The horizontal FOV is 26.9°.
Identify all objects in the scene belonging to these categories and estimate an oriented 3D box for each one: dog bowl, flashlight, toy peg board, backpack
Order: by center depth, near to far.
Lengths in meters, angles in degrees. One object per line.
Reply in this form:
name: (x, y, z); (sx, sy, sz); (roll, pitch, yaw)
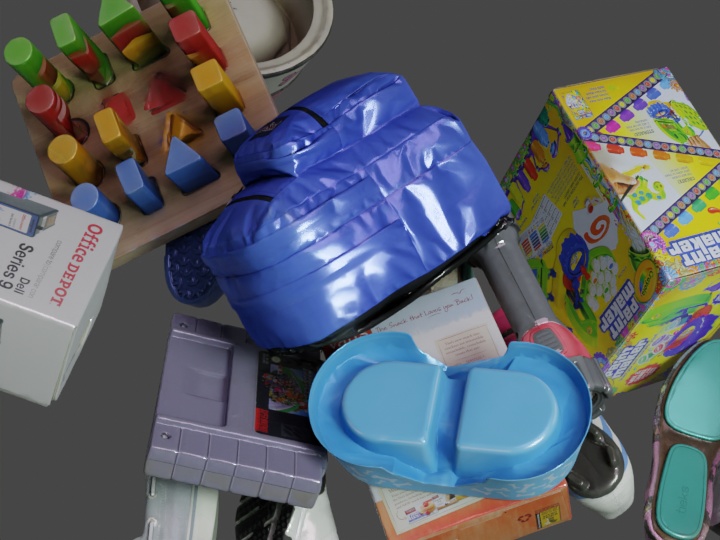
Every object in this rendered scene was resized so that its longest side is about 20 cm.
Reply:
dog bowl: (0.064, 0.106, 1.065); (0.199, 0.050, 0.112); (3, 54, 14)
backpack: (-0.024, -0.040, 1.133); (0.200, 0.162, 0.168); (-39, 99, -22)
flashlight: (0.130, 0.031, 1.198); (0.068, 0.068, 0.201); (10, 43, -39)
toy peg board: (-0.181, -0.133, 1.212); (0.199, 0.098, 0.200); (-26, 67, 5)
dog bowl: (-0.129, -0.231, 1.374); (0.199, 0.074, 0.201); (9, 55, -13)

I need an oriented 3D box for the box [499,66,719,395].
box: (0.216, -0.026, 1.263); (0.121, 0.200, 0.193); (-13, 62, -26)

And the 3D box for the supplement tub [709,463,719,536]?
supplement tub: (0.389, 0.195, 1.214); (0.199, 0.123, 0.123); (25, 53, 0)

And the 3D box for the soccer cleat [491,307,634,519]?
soccer cleat: (0.159, 0.119, 1.232); (0.070, 0.086, 0.200); (-31, 53, 4)

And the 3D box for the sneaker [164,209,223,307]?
sneaker: (-0.109, -0.058, 1.266); (0.070, 0.078, 0.201); (5, 73, 23)

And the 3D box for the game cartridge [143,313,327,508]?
game cartridge: (-0.088, 0.099, 1.128); (0.129, 0.039, 0.200); (9, 25, -6)

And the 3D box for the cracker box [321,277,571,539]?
cracker box: (0.060, 0.114, 1.128); (0.133, 0.058, 0.201); (-19, 52, -2)

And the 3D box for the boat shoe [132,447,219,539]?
boat shoe: (-0.142, 0.212, 1.074); (0.071, 0.070, 0.202); (5, 50, -1)

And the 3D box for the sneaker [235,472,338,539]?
sneaker: (-0.044, 0.218, 1.106); (0.080, 0.074, 0.201); (32, 41, -32)

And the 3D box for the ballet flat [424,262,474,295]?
ballet flat: (0.071, -0.003, 1.299); (0.062, 0.068, 0.201); (-7, 50, 14)

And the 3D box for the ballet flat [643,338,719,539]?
ballet flat: (0.265, 0.149, 1.236); (0.069, 0.071, 0.201); (20, 59, 1)

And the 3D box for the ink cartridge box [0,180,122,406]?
ink cartridge box: (-0.295, 0.000, 1.130); (0.199, 0.088, 0.146); (22, 34, -6)
